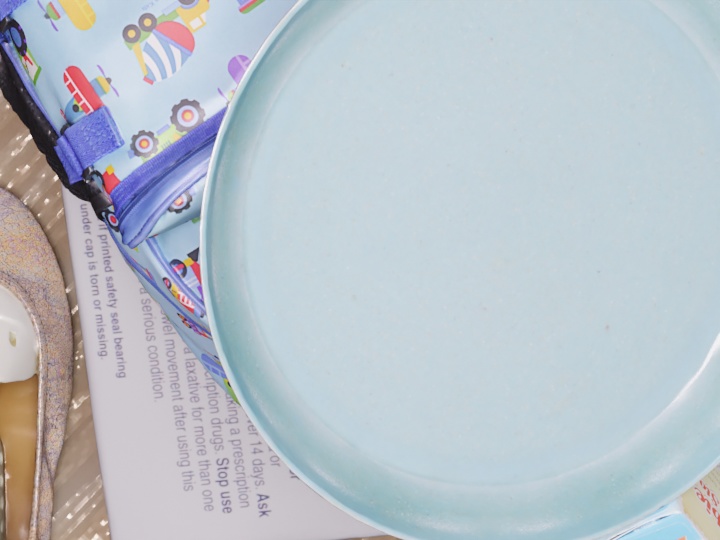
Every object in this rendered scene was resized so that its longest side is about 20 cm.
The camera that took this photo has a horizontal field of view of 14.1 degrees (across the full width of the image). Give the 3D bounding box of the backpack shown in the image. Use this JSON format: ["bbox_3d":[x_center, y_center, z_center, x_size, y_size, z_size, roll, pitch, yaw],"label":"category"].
[{"bbox_3d":[-0.010,-0.049,0.954,0.183,0.135,0.200,-29,80,4],"label":"backpack"}]

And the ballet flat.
[{"bbox_3d":[-0.148,0.063,1.138,0.068,0.067,0.200,-5,87,7],"label":"ballet flat"}]

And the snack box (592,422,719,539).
[{"bbox_3d":[0.135,0.108,1.007,0.037,0.116,0.200,-27,126,18],"label":"snack box"}]

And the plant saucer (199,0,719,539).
[{"bbox_3d":[0.046,-0.013,0.889,0.200,0.027,0.200,-3,101,-15],"label":"plant saucer"}]

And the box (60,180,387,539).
[{"bbox_3d":[0.000,0.000,1.087,0.200,0.105,0.184,-6,98,9],"label":"box"}]
